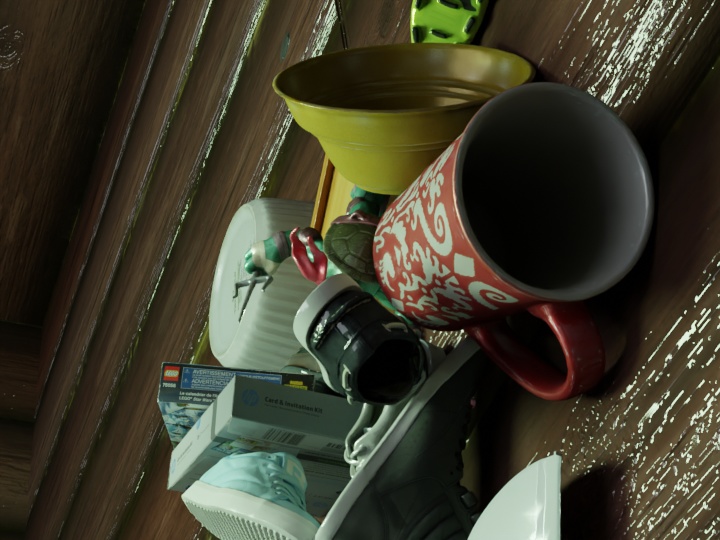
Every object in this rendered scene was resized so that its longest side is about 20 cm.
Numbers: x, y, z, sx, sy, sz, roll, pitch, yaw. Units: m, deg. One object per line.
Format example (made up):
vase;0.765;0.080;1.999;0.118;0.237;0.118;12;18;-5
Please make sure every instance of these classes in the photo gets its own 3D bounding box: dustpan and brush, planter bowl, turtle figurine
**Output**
dustpan and brush;0.091;0.209;0.870;0.200;0.057;0.141;-36;44;54
planter bowl;0.035;-0.111;1.032;0.201;0.198;0.084;-123;27;-64
turtle figurine;0.000;0.000;1.021;0.101;0.149;0.200;-47;3;42

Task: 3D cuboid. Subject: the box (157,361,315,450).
box;-0.110;0.138;1.251;0.200;0.135;0.040;98;177;-68

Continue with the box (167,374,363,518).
box;-0.068;0.159;1.179;0.200;0.154;0.042;130;149;-55

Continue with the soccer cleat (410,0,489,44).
soccer cleat;0.090;-0.271;1.148;0.084;0.064;0.203;-37;-41;-74

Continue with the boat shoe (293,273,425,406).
boat shoe;0.011;0.065;0.927;0.060;0.200;0.076;43;92;24

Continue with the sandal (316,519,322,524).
sandal;-0.043;0.280;1.144;0.201;0.079;0.054;-107;13;-44

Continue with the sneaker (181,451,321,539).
sneaker;-0.071;0.173;1.045;0.082;0.074;0.199;-47;25;-20

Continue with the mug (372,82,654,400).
mug;0.084;-0.008;0.888;0.200;0.132;0.180;149;132;-69

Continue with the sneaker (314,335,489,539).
sneaker;0.062;0.139;0.967;0.201;0.099;0.071;-53;-7;-19

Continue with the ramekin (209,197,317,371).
ramekin;-0.084;0.020;1.379;0.200;0.104;0.203;-168;90;-71

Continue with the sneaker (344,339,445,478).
sneaker;0.020;0.152;1.055;0.073;0.070;0.203;152;125;-65

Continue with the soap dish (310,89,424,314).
soap dish;0.014;-0.066;1.186;0.157;0.080;0.202;-158;79;-70

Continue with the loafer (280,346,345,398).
loafer;-0.007;0.084;1.206;0.199;0.072;0.063;-7;52;63
